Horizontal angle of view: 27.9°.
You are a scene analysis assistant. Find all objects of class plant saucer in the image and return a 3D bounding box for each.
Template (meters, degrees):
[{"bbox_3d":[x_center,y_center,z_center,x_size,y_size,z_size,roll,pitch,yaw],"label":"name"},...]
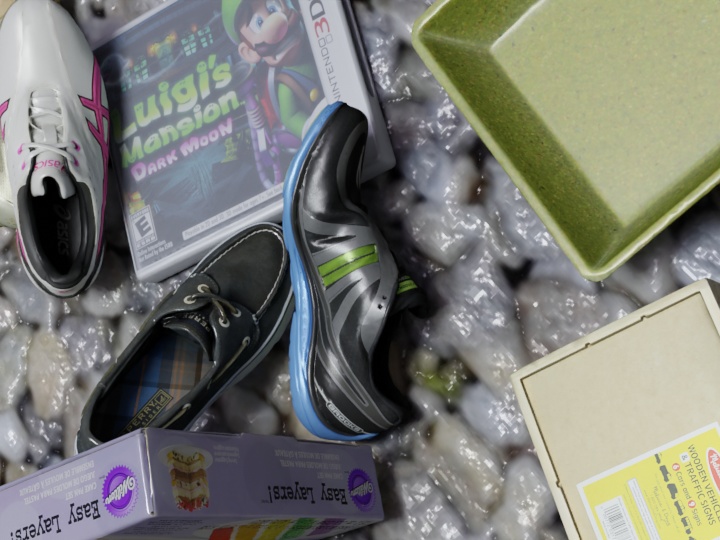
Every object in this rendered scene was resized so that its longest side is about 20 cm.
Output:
[{"bbox_3d":[0.155,-0.125,0.799,0.200,0.048,0.200,-42,63,17],"label":"plant saucer"}]

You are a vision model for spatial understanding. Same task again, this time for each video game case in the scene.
[{"bbox_3d":[-0.086,-0.111,0.956,0.200,0.023,0.182,-25,69,25],"label":"video game case"}]

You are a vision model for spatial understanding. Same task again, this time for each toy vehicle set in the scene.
[{"bbox_3d":[0.167,0.120,0.757,0.124,0.027,0.200,-28,68,24],"label":"toy vehicle set"}]

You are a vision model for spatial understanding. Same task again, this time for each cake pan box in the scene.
[{"bbox_3d":[-0.113,0.140,0.819,0.184,0.200,0.052,-21,70,32],"label":"cake pan box"}]

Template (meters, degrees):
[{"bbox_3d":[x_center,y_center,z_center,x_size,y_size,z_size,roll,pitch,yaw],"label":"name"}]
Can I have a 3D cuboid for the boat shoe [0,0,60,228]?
[{"bbox_3d":[-0.231,-0.129,1.021,0.063,0.073,0.201,5,86,24],"label":"boat shoe"}]

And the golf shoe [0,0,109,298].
[{"bbox_3d":[-0.198,-0.082,0.951,0.073,0.092,0.200,-8,97,-13],"label":"golf shoe"}]

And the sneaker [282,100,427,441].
[{"bbox_3d":[0.000,0.000,0.855,0.083,0.071,0.200,-3,92,19],"label":"sneaker"}]

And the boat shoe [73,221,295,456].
[{"bbox_3d":[-0.097,0.043,0.864,0.069,0.057,0.200,31,64,9],"label":"boat shoe"}]
